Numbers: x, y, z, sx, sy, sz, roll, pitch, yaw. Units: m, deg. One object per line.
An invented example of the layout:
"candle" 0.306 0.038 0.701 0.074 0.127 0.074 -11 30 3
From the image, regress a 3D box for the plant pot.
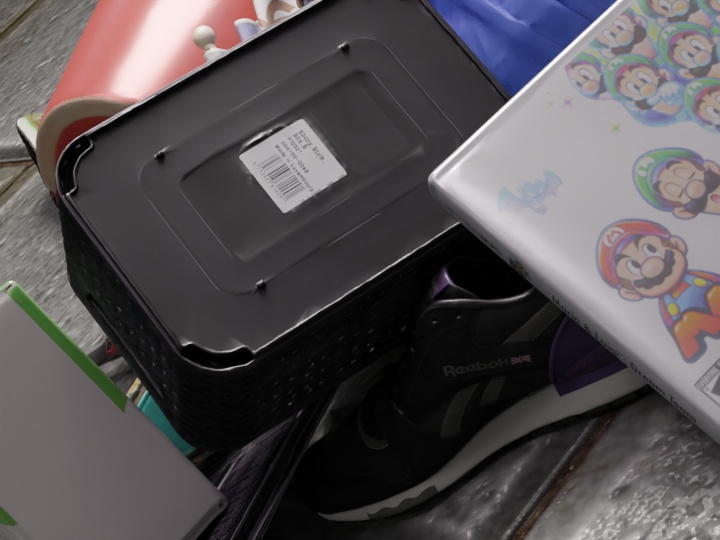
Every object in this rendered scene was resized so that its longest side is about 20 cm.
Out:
"plant pot" -0.097 -0.104 1.211 0.200 0.201 0.178 -14 33 43

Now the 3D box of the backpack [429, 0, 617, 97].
"backpack" 0.084 -0.158 1.012 0.200 0.162 0.168 46 118 33

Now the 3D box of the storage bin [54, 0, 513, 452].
"storage bin" -0.028 -0.028 0.910 0.199 0.135 0.094 -32 -20 -20

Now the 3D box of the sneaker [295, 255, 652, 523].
"sneaker" 0.042 0.037 0.891 0.199 0.088 0.076 -30 24 18

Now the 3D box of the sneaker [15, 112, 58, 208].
"sneaker" -0.206 -0.091 1.532 0.088 0.077 0.200 -29 26 -14

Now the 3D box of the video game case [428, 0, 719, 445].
"video game case" 0.160 -0.047 0.824 0.200 0.024 0.182 -43 65 -12

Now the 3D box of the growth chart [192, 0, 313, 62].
"growth chart" -0.005 -0.119 1.144 0.199 0.145 0.018 -25 -12 -36

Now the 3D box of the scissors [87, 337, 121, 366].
"scissors" -0.144 0.038 1.214 0.199 0.014 0.074 -11 74 51

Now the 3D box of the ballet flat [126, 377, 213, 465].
"ballet flat" -0.052 0.018 1.002 0.200 0.071 0.071 -53 26 -10

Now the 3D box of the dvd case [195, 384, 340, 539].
"dvd case" -0.077 0.126 0.943 0.149 0.016 0.200 -38 16 44

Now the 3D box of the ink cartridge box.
"ink cartridge box" -0.170 0.096 0.959 0.084 0.146 0.200 -47 11 -22
